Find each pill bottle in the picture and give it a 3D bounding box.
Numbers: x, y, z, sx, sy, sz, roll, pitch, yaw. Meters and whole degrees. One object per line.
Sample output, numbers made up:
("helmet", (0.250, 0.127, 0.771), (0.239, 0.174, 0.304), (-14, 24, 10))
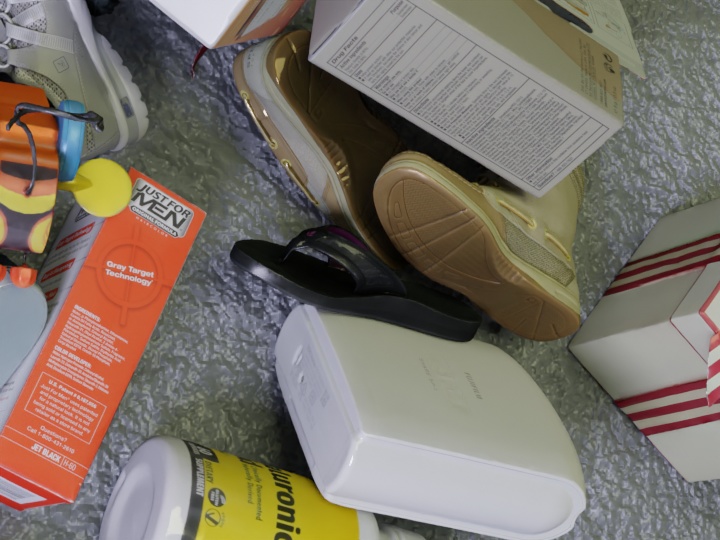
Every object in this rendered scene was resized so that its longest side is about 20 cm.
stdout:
("pill bottle", (-0.057, 0.183, 1.004), (0.200, 0.111, 0.112), (21, 69, -25))

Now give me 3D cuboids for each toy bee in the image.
("toy bee", (-0.203, -0.050, 0.899), (0.130, 0.200, 0.109), (12, 97, 1))

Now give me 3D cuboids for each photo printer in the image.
("photo printer", (0.053, 0.103, 1.064), (0.199, 0.070, 0.167), (16, 27, -26))

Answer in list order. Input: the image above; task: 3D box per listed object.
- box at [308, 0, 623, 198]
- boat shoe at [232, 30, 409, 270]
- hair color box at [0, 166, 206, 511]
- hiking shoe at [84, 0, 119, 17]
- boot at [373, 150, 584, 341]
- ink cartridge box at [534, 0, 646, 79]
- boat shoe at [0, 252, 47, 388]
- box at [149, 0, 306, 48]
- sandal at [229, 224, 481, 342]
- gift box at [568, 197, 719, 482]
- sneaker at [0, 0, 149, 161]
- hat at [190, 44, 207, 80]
("box", (0.072, -0.143, 1.062), (0.200, 0.095, 0.078), (30, 41, -24))
("boat shoe", (-0.020, -0.084, 1.110), (0.074, 0.066, 0.200), (-49, 124, -29))
("hair color box", (-0.176, 0.043, 0.972), (0.061, 0.101, 0.200), (31, 66, -22))
("hiking shoe", (-0.184, -0.263, 1.064), (0.086, 0.074, 0.201), (9, 69, -11))
("boot", (0.093, -0.060, 1.142), (0.200, 0.073, 0.156), (36, 47, -29))
("ink cartridge box", (0.125, -0.215, 1.177), (0.162, 0.050, 0.200), (28, 33, -22))
("boat shoe", (-0.270, 0.068, 0.936), (0.200, 0.091, 0.071), (-51, 135, -2))
("box", (-0.064, -0.230, 0.965), (0.106, 0.200, 0.152), (39, 105, 0))
("sandal", (0.000, 0.000, 1.080), (0.200, 0.075, 0.048), (15, 106, -33))
("gift box", (0.295, 0.060, 1.191), (0.184, 0.187, 0.200), (43, 61, -15))
("sneaker", (-0.217, -0.154, 1.007), (0.082, 0.075, 0.200), (-39, 99, -31))
("hat", (-0.025, -0.240, 1.160), (0.199, 0.166, 0.176), (6, 119, -23))
